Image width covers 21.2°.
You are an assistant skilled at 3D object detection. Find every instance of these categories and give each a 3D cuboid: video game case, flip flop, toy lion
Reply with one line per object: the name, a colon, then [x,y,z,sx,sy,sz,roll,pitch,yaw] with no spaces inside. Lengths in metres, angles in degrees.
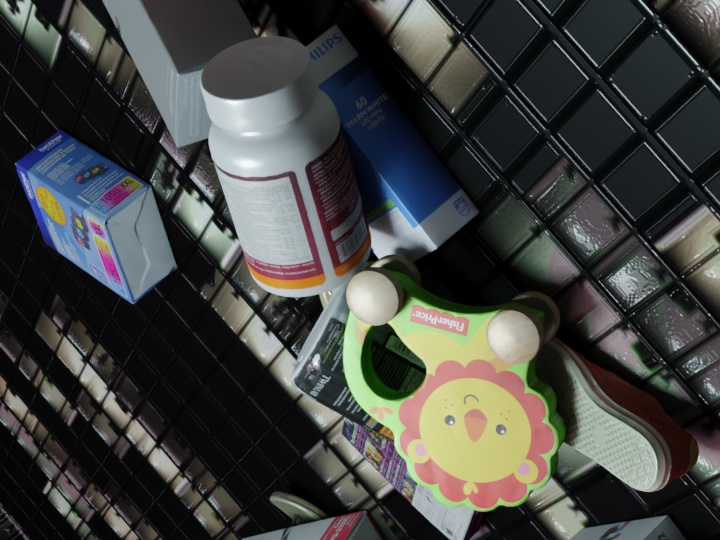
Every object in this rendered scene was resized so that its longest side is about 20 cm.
video game case: [0.061,0.174,1.953,0.181,0.036,0.200,42,154,18]
flip flop: [-0.048,0.352,2.355,0.200,0.058,0.081,58,154,-15]
toy lion: [0.078,0.102,1.618,0.200,0.069,0.192,16,109,16]

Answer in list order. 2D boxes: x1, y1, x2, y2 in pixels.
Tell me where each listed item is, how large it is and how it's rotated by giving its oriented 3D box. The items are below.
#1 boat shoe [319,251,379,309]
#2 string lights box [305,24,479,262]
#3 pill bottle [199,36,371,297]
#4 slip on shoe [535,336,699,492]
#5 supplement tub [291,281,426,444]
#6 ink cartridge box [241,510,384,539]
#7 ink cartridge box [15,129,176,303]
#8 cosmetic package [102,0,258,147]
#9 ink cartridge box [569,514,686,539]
boat shoe: [0.000,0.000,1.782,0.065,0.072,0.200,9,127,57]
string lights box: [0.003,-0.101,1.648,0.200,0.059,0.103,53,155,-4]
pill bottle: [-0.062,-0.085,1.581,0.109,0.110,0.200,27,144,41]
slip on shoe: [0.206,0.117,1.605,0.200,0.061,0.074,40,128,48]
supplement tub: [0.049,0.097,1.723,0.200,0.123,0.123,29,155,-5]
ink cartridge box: [-0.051,0.378,2.279,0.200,0.084,0.145,-17,112,36]
ink cartridge box: [-0.312,-0.069,2.203,0.200,0.076,0.137,33,150,37]
cosmetic package: [-0.158,-0.218,1.661,0.107,0.090,0.200,97,151,-55]
ink cartridge box: [0.261,0.289,1.740,0.115,0.068,0.200,53,156,-5]
